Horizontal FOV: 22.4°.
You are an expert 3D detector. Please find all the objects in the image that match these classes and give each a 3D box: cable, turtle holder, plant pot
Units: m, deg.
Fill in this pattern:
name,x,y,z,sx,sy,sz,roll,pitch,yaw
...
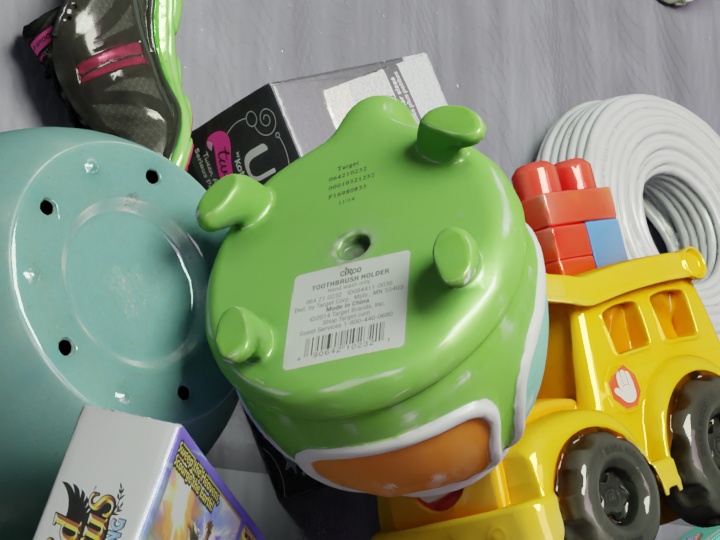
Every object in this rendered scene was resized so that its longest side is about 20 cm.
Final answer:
name,x,y,z,sx,sy,sz,roll,pitch,yaw
cable,0.193,-0.023,1.207,0.199,0.069,0.201,19,60,-37
turtle holder,0.006,0.012,0.763,0.186,0.141,0.132,53,-7,49
plant pot,-0.141,0.029,0.802,0.200,0.161,0.202,20,59,-37

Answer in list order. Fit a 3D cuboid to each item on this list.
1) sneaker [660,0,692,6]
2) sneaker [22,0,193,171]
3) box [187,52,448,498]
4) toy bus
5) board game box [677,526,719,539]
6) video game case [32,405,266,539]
name,x,y,z,sx,sy,sz,roll,pitch,yaw
sneaker,0.222,-0.300,1.343,0.200,0.086,0.078,55,44,-11
sneaker,-0.134,-0.100,0.940,0.083,0.077,0.201,4,65,-24
box,0.000,0.000,0.981,0.132,0.114,0.201,-18,86,-46
toy bus,0.088,0.046,0.874,0.199,0.135,0.193,-13,87,-44
board game box,0.237,0.268,1.138,0.152,0.045,0.201,-22,89,-46
video game case,-0.091,0.177,0.725,0.200,0.045,0.182,66,38,-59
